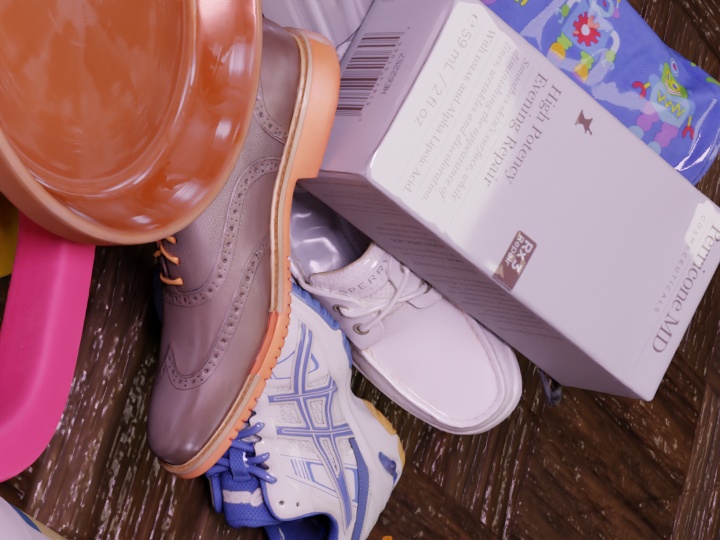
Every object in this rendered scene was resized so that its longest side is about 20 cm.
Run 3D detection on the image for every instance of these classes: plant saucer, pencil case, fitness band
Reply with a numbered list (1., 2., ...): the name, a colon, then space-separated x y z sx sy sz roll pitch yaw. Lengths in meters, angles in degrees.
1. plant saucer: -0.104 -0.109 0.918 0.200 0.032 0.201 14 74 -58
2. pencil case: 0.105 -0.118 1.221 0.200 0.078 0.087 38 70 -31
3. fitness band: -0.154 -0.014 0.874 0.144 0.037 0.200 47 38 -42

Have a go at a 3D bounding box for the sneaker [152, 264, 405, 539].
1. sneaker: -0.042 0.075 1.133 0.200 0.075 0.088 54 50 -40

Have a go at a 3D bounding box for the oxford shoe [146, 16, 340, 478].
1. oxford shoe: -0.070 -0.013 1.026 0.073 0.071 0.201 16 83 -35

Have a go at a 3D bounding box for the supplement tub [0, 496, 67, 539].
1. supplement tub: -0.133 0.178 0.931 0.200 0.144 0.145 43 56 -48

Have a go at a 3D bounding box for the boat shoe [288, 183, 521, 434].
1. boat shoe: 0.000 0.000 1.129 0.200 0.071 0.069 49 6 -2

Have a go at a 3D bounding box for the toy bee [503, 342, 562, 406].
1. toy bee: 0.042 0.003 1.256 0.200 0.108 0.131 -57 131 -74

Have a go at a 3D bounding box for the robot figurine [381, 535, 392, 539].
1. robot figurine: -0.018 0.200 1.065 0.200 0.145 0.058 -101 -167 -52

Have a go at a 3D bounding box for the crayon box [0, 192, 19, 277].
1. crayon box: -0.161 -0.063 0.972 0.200 0.051 0.126 -28 113 -54

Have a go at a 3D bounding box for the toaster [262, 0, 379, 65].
1. toaster: -0.034 -0.179 1.111 0.200 0.113 0.129 -56 138 -41

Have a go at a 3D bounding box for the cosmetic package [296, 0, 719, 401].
1. cosmetic package: 0.072 -0.033 1.093 0.200 0.074 0.102 35 76 -30
